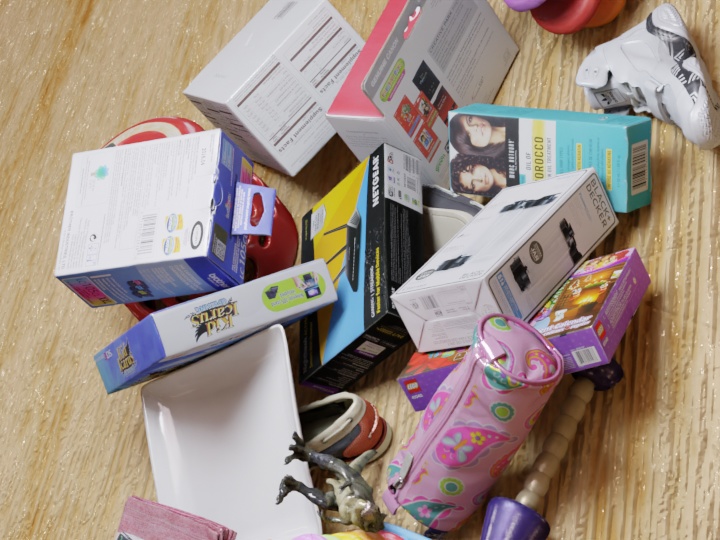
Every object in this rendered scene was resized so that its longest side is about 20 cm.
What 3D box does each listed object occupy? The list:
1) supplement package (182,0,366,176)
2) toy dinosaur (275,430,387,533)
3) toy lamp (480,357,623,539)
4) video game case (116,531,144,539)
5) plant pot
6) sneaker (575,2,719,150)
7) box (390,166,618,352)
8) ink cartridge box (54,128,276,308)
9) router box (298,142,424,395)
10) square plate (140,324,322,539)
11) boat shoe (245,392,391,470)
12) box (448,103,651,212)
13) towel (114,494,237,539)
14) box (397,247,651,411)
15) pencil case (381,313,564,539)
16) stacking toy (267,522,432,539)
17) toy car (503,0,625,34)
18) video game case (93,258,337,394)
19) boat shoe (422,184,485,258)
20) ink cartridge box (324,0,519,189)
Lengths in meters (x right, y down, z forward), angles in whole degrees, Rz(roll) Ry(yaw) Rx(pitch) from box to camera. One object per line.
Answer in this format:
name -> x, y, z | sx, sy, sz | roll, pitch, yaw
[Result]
supplement package -> -0.082, -0.203, 1.800 | 0.156, 0.111, 0.200 | -46, 21, -6
toy dinosaur -> -0.024, 0.180, 1.418 | 0.200, 0.087, 0.048 | -101, 31, -78
toy lamp -> 0.157, 0.160, 1.396 | 0.058, 0.058, 0.201 | 9, 59, 41
video game case -> -0.199, 0.358, 1.462 | 0.181, 0.036, 0.201 | 24, 87, 46
plant pot -> -0.191, -0.050, 1.748 | 0.199, 0.183, 0.202 | -20, 43, 20
sneaker -> 0.273, -0.164, 1.575 | 0.114, 0.075, 0.201 | -27, 38, 17
box -> 0.131, -0.011, 1.483 | 0.116, 0.060, 0.200 | -13, 23, 44
ink cartridge box -> -0.179, -0.049, 1.568 | 0.198, 0.076, 0.138 | -8, 62, 24
router box -> 0.000, 0.000, 1.603 | 0.149, 0.051, 0.201 | -41, 38, 41
square plate -> -0.117, 0.174, 1.537 | 0.199, 0.028, 0.200 | -24, 69, 37
boat shoe -> -0.069, 0.161, 1.560 | 0.199, 0.063, 0.072 | -18, 48, 27
box -> 0.177, -0.108, 1.575 | 0.199, 0.083, 0.049 | 9, 18, 38
towel -> -0.200, 0.314, 1.524 | 0.143, 0.023, 0.202 | 8, 74, 42
box -> 0.143, 0.052, 1.455 | 0.199, 0.039, 0.137 | -18, 20, 33
pencil case -> 0.091, 0.130, 1.384 | 0.201, 0.087, 0.088 | -60, 29, 35
stacking toy -> -0.029, 0.252, 1.340 | 0.109, 0.199, 0.117 | 12, 83, 41
toy car -> 0.190, -0.317, 1.680 | 0.174, 0.199, 0.151 | -25, 46, 44
video game case -> -0.141, 0.055, 1.583 | 0.180, 0.046, 0.200 | -18, -6, -27
boat shoe -> 0.076, -0.047, 1.648 | 0.200, 0.062, 0.073 | 25, 116, 54
ink cartridge box -> 0.056, -0.207, 1.696 | 0.083, 0.176, 0.201 | 7, 59, 40
